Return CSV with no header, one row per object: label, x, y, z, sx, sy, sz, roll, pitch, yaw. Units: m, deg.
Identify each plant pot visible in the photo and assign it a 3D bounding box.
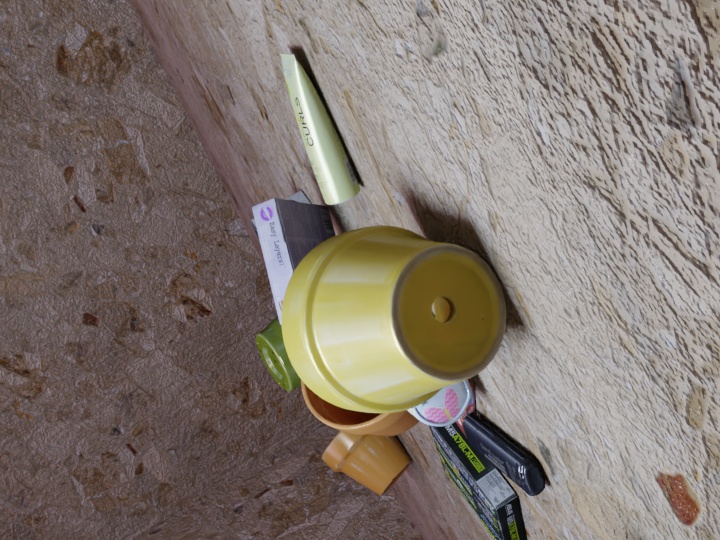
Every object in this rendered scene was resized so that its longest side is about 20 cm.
plant pot,-0.095,0.136,1.759,0.200,0.192,0.201,48,156,29
plant pot,0.024,0.177,1.426,0.200,0.200,0.140,53,-176,38
plant pot,0.030,0.493,2.391,0.183,0.200,0.200,41,166,14
plant pot,0.043,0.046,0.909,0.201,0.200,0.189,61,155,-7

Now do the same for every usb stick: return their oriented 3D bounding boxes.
usb stick,0.186,0.240,1.182,0.200,0.032,0.056,-150,38,-73

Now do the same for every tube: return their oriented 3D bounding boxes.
tube,-0.058,-0.184,1.150,0.058,0.052,0.201,-6,116,35

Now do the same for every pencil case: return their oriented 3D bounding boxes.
pencil case,0.076,0.154,1.213,0.200,0.090,0.084,-175,95,-74

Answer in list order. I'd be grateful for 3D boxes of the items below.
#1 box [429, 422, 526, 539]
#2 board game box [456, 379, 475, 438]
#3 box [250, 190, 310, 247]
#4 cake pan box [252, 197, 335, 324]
box,0.189,0.341,1.445,0.200,0.047,0.193,51,170,40
board game box,0.131,0.167,1.294,0.103,0.019,0.200,53,169,30
box,-0.127,-0.050,1.730,0.060,0.116,0.200,51,166,31
cake pan box,-0.088,-0.017,1.423,0.184,0.052,0.201,-1,-105,-68
